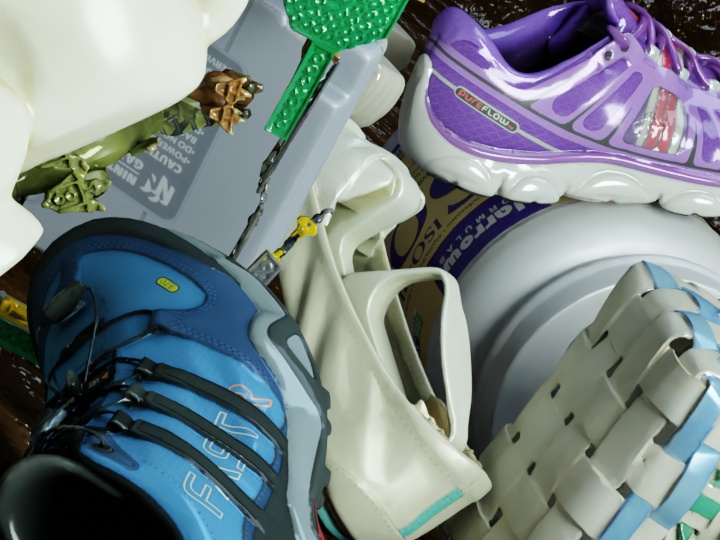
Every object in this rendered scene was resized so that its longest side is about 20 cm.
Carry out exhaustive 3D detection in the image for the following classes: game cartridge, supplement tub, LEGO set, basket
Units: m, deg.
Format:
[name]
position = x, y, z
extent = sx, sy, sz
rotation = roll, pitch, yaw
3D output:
[game cartridge]
position = -0.101, -0.077, 0.946
extent = 0.200, 0.133, 0.040
rotation = 35, 31, 7
[supplement tub]
position = 0.085, 0.016, 1.248
extent = 0.145, 0.145, 0.200
rotation = 37, 11, -27
[LEGO set]
position = -0.074, -0.055, 0.870
extent = 0.154, 0.200, 0.116
rotation = 20, 11, -5
[basket]
position = 0.140, 0.106, 1.020
extent = 0.200, 0.176, 0.139
rotation = 26, 19, -29

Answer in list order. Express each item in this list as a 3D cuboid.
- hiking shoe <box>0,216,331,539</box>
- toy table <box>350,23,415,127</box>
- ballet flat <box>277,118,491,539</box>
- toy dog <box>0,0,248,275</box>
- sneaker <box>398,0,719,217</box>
[hiking shoe]
position = -0.053, 0.048, 0.733
extent = 0.087, 0.074, 0.200
rotation = 29, 24, -40
[toy table]
position = -0.068, -0.085, 1.177
extent = 0.184, 0.117, 0.200
rotation = 47, 12, 27
[ballet flat]
position = 0.000, 0.000, 1.019
extent = 0.069, 0.069, 0.200
rotation = 26, 42, -57
[toy dog]
position = -0.139, -0.095, 0.704
extent = 0.200, 0.194, 0.140
rotation = 54, 15, -18
[sneaker]
position = 0.115, -0.071, 1.170
extent = 0.200, 0.084, 0.081
rotation = 0, 25, -25
